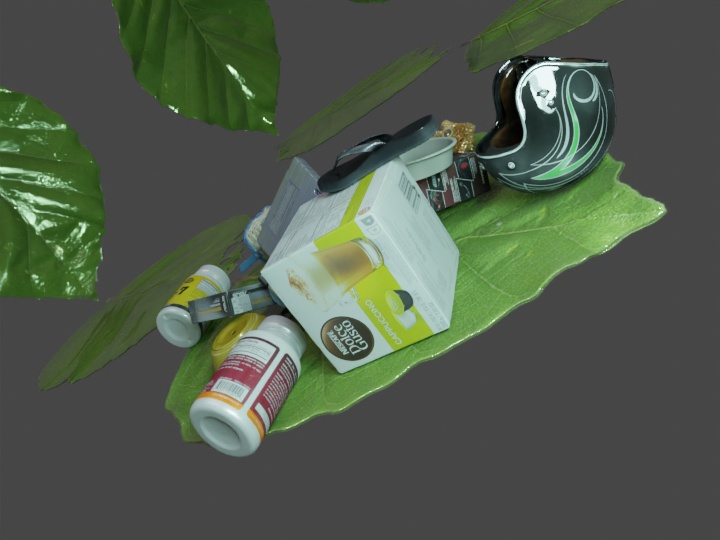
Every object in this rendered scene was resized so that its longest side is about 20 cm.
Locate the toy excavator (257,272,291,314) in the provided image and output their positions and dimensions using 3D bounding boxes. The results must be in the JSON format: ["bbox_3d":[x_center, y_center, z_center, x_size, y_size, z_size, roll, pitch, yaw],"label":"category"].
[{"bbox_3d":[-0.089,-0.010,1.180,0.195,0.100,0.200,-48,-6,-2],"label":"toy excavator"}]

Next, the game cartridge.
[{"bbox_3d":[-0.137,-0.111,1.229,0.130,0.038,0.202,51,120,43],"label":"game cartridge"}]

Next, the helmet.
[{"bbox_3d":[0.273,-0.212,0.905,0.196,0.194,0.201,1,22,-1],"label":"helmet"}]

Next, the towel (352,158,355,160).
[{"bbox_3d":[-0.012,-0.152,1.175,0.201,0.018,0.087,-109,35,-66],"label":"towel"}]

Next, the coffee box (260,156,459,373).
[{"bbox_3d":[0.009,-0.012,0.895,0.196,0.201,0.201,-26,24,26],"label":"coffee box"}]

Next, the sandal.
[{"bbox_3d":[0.018,-0.176,0.882,0.198,0.043,0.076,-27,23,23],"label":"sandal"}]

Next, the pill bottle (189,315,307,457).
[{"bbox_3d":[-0.159,0.166,0.920,0.112,0.114,0.201,-19,26,38],"label":"pill bottle"}]

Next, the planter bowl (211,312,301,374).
[{"bbox_3d":[-0.206,0.138,1.099,0.198,0.084,0.201,-31,21,14],"label":"planter bowl"}]

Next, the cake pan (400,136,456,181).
[{"bbox_3d":[0.071,-0.184,1.048,0.196,0.037,0.201,-14,19,5],"label":"cake pan"}]

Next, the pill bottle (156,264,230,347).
[{"bbox_3d":[-0.400,0.081,1.489,0.113,0.115,0.201,-24,24,30],"label":"pill bottle"}]

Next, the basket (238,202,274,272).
[{"bbox_3d":[-0.206,-0.079,1.477,0.199,0.140,0.177,-24,21,54],"label":"basket"}]

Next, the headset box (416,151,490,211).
[{"bbox_3d":[0.112,-0.151,1.113,0.197,0.076,0.148,-22,16,-19],"label":"headset box"}]

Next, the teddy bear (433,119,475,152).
[{"bbox_3d":[0.176,-0.286,1.388,0.145,0.067,0.200,-41,20,-4],"label":"teddy bear"}]

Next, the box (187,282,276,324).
[{"bbox_3d":[-0.220,0.055,1.217,0.198,0.049,0.157,-15,0,-44],"label":"box"}]
